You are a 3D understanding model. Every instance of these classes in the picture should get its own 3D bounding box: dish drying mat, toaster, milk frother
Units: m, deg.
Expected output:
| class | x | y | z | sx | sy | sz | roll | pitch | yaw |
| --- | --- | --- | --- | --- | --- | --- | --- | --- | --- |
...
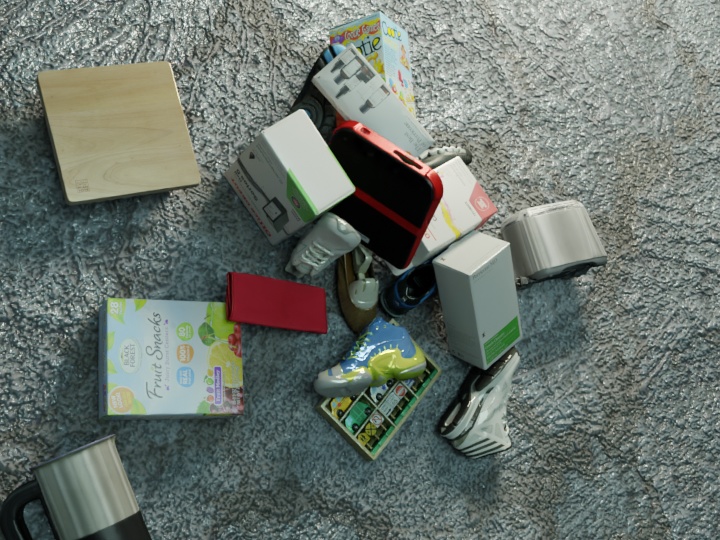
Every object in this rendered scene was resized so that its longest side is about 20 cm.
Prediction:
| class | x | y | z | sx | sy | sz | roll | pitch | yaw |
| --- | --- | --- | --- | --- | --- | --- | --- | --- | --- |
| dish drying mat | -0.126 | 0.051 | 1.479 | 0.200 | 0.018 | 0.077 | 12 | 68 | -47 |
| toaster | 0.336 | -0.045 | 1.721 | 0.200 | 0.114 | 0.129 | -12 | 78 | -26 |
| milk frother | -0.360 | 0.327 | 1.227 | 0.180 | 0.200 | 0.188 | -21 | 86 | -25 |

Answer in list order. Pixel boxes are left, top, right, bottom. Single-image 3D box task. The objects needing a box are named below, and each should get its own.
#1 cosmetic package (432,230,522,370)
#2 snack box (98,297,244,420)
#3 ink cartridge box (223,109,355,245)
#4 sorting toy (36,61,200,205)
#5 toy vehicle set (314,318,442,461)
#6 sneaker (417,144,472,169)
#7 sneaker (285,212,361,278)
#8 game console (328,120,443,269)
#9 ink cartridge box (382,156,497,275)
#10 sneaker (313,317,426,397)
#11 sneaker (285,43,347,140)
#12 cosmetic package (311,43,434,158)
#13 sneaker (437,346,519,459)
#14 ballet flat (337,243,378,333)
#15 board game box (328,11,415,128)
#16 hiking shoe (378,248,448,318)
| class | x | y | z | sx | sy | sz | roll | pitch | yaw |
| --- | --- | --- | --- | --- | --- | --- | --- | --- | --- |
| cosmetic package | 0.194 | 0.049 | 1.586 | 0.108 | 0.085 | 0.200 | -37 | 131 | -28 |
| snack box | -0.274 | 0.130 | 1.395 | 0.200 | 0.068 | 0.169 | 2 | 74 | -25 |
| ink cartridge box | -0.113 | -0.136 | 1.472 | 0.084 | 0.200 | 0.146 | -35 | 93 | -27 |
| sorting toy | -0.365 | -0.200 | 1.438 | 0.200 | 0.070 | 0.199 | -12 | 82 | -28 |
| toy vehicle set | 0.032 | 0.191 | 1.554 | 0.124 | 0.027 | 0.200 | 46 | 62 | -9 |
| sneaker | 0.109 | -0.163 | 1.668 | 0.200 | 0.066 | 0.091 | -11 | 84 | -24 |
| sneaker | -0.059 | -0.030 | 1.472 | 0.070 | 0.200 | 0.080 | 39 | 69 | -8 |
| game console | 0.021 | -0.118 | 1.492 | 0.200 | 0.177 | 0.031 | 35 | 39 | 16 |
| ink cartridge box | 0.110 | -0.088 | 1.567 | 0.200 | 0.068 | 0.117 | -31 | 82 | -28 |
| sneaker | 0.004 | 0.133 | 1.508 | 0.200 | 0.076 | 0.105 | -6 | 67 | -34 |
| sneaker | -0.070 | -0.266 | 1.555 | 0.073 | 0.082 | 0.200 | 29 | 87 | -10 |
| cosmetic package | 0.020 | -0.249 | 1.502 | 0.083 | 0.051 | 0.200 | -42 | 98 | 0 |
| sneaker | 0.224 | 0.231 | 1.623 | 0.115 | 0.076 | 0.201 | 47 | 69 | -18 |
| ballet flat | 0.000 | 0.000 | 1.563 | 0.068 | 0.072 | 0.200 | 1 | 76 | -26 |
| board game box | 0.021 | -0.311 | 1.620 | 0.105 | 0.103 | 0.200 | 17 | 65 | -59 |
| hiking shoe | 0.118 | 0.002 | 1.613 | 0.074 | 0.087 | 0.200 | 45 | 62 | -9 |
